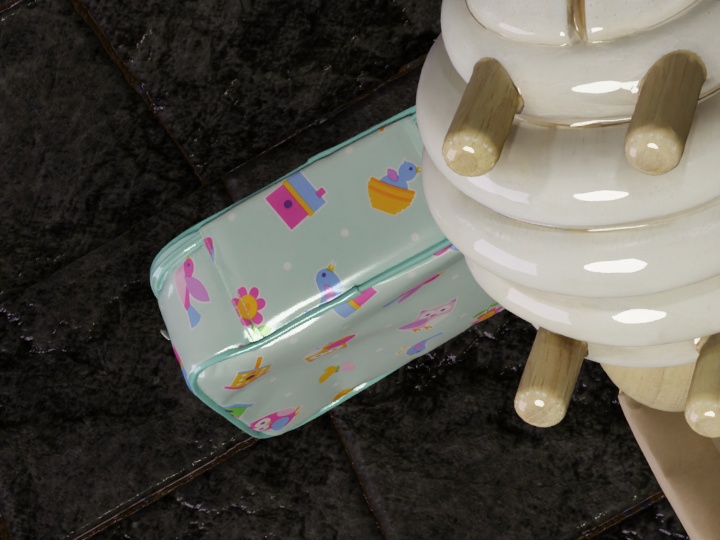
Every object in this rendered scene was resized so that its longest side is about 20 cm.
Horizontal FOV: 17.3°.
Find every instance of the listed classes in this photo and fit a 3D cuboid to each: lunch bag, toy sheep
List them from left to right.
[{"bbox_3d":[0.000,0.000,1.137,0.078,0.199,0.160,63,-174,18],"label":"lunch bag"},{"bbox_3d":[0.076,-0.041,0.656,0.138,0.137,0.201,-115,9,-50],"label":"toy sheep"}]

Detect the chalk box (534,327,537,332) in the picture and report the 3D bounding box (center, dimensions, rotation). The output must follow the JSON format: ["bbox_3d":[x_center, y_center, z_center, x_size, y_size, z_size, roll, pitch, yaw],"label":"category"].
[{"bbox_3d":[0.141,-0.061,1.718,0.201,0.123,0.125,62,-176,-1],"label":"chalk box"}]

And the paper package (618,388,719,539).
[{"bbox_3d":[0.230,0.150,1.175,0.201,0.103,0.191,60,-176,-29],"label":"paper package"}]
